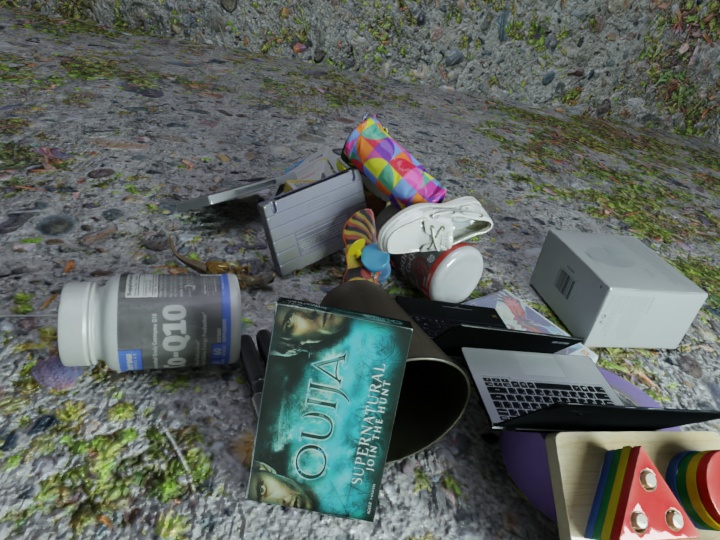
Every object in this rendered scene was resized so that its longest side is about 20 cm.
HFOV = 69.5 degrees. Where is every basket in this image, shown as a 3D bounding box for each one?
[{"bbox_3d":[0.015,0.108,0.638,0.177,0.138,0.201,-21,31,-2],"label":"basket"}]

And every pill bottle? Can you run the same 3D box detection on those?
[{"bbox_3d":[-0.250,0.062,0.634,0.196,0.116,0.114,-1,32,-20],"label":"pill bottle"},{"bbox_3d":[0.113,-0.035,0.924,0.114,0.118,0.200,-10,36,-33],"label":"pill bottle"}]

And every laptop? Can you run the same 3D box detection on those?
[{"bbox_3d":[0.233,0.114,0.557,0.183,0.118,0.201,6,31,-11],"label":"laptop"},{"bbox_3d":[0.161,0.063,0.708,0.173,0.105,0.201,9,29,-15],"label":"laptop"}]

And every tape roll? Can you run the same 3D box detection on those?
[{"bbox_3d":[0.274,0.206,0.619,0.195,0.086,0.201,10,30,-6],"label":"tape roll"}]

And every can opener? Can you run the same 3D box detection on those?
[{"bbox_3d":[-0.106,0.146,0.622,0.052,0.068,0.200,-13,26,-18],"label":"can opener"}]

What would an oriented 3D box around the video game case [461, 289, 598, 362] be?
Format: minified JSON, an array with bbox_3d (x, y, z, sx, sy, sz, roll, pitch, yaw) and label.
[{"bbox_3d":[0.249,0.108,0.832,0.180,0.023,0.200,-13,39,-36],"label":"video game case"}]

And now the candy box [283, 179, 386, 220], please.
[{"bbox_3d":[-0.050,-0.108,0.982,0.196,0.118,0.057,-8,39,-29],"label":"candy box"}]

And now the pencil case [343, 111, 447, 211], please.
[{"bbox_3d":[0.059,-0.172,0.877,0.201,0.089,0.088,49,40,9],"label":"pencil case"}]

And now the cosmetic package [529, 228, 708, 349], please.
[{"bbox_3d":[0.450,0.031,0.933,0.195,0.125,0.201,2,32,-14],"label":"cosmetic package"}]

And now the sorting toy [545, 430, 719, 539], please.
[{"bbox_3d":[0.285,0.248,0.465,0.195,0.070,0.203,4,68,-14],"label":"sorting toy"}]

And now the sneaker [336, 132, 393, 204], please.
[{"bbox_3d":[0.040,-0.188,0.951,0.198,0.086,0.074,29,36,20],"label":"sneaker"}]

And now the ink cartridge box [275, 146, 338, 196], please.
[{"bbox_3d":[-0.104,-0.172,1.068,0.113,0.068,0.201,-24,27,15],"label":"ink cartridge box"}]

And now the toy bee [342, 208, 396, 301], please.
[{"bbox_3d":[0.000,0.000,0.837,0.107,0.132,0.202,-18,47,-3],"label":"toy bee"}]

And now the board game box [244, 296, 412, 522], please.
[{"bbox_3d":[-0.033,0.138,0.508,0.132,0.205,0.028,10,9,-2],"label":"board game box"}]

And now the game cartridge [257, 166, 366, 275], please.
[{"bbox_3d":[-0.073,-0.086,0.897,0.198,0.132,0.038,-27,33,-29],"label":"game cartridge"}]

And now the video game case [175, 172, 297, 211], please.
[{"bbox_3d":[-0.240,-0.154,1.009,0.198,0.018,0.142,-26,17,-40],"label":"video game case"}]

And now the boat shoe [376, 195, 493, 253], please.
[{"bbox_3d":[0.121,-0.064,0.810,0.197,0.072,0.070,-20,43,-20],"label":"boat shoe"}]

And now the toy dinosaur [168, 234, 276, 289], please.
[{"bbox_3d":[-0.234,0.003,0.813,0.196,0.062,0.106,18,6,-1],"label":"toy dinosaur"}]
